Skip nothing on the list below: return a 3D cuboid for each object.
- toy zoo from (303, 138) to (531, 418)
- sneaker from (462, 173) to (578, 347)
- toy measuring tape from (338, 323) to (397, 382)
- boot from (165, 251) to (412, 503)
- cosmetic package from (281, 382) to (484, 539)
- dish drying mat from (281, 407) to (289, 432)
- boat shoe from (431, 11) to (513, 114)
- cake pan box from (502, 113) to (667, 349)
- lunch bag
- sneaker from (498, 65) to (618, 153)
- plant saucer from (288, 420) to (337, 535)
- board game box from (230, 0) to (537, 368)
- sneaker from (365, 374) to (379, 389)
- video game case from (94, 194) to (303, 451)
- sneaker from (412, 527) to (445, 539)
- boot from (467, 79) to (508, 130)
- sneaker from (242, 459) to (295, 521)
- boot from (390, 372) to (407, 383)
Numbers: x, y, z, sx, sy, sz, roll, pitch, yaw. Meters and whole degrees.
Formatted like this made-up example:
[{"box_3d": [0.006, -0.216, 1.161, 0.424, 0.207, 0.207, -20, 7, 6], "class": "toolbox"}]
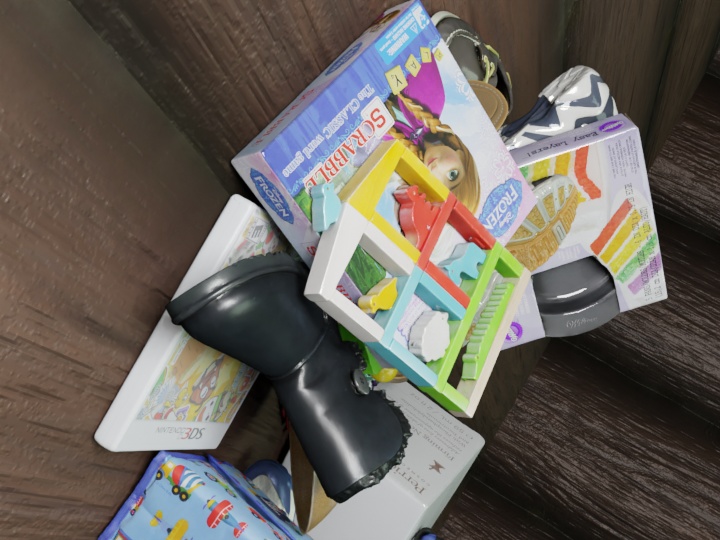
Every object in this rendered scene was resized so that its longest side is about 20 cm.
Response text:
[{"box_3d": [0.038, 0.000, 0.672, 0.200, 0.020, 0.132, 42, 63, -30], "class": "toy zoo"}, {"box_3d": [0.108, -0.023, 0.850, 0.200, 0.088, 0.076, -43, 130, -10], "class": "sneaker"}, {"box_3d": [0.000, 0.000, 0.778, 0.074, 0.073, 0.201, -40, 119, -47], "class": "toy measuring tape"}, {"box_3d": [-0.037, 0.078, 0.651, 0.076, 0.169, 0.200, -31, 170, 13], "class": "boot"}, {"box_3d": [0.014, 0.246, 1.106, 0.200, 0.167, 0.167, -26, 148, -61], "class": "cosmetic package"}, {"box_3d": [-0.022, 0.085, 1.031, 0.200, 0.018, 0.077, -49, 159, -29], "class": "dish drying mat"}, {"box_3d": [0.103, -0.187, 0.887, 0.072, 0.060, 0.201, -62, 162, 6], "class": "boat shoe"}, {"box_3d": [0.194, -0.031, 0.921, 0.052, 0.183, 0.201, -99, 172, -63], "class": "cake pan box"}, {"box_3d": [-0.103, 0.233, 0.815, 0.094, 0.150, 0.200, -54, 164, 2], "class": "lunch bag"}, {"box_3d": [0.189, -0.097, 0.956, 0.199, 0.130, 0.080, -41, -163, 6], "class": "sneaker"}, {"box_3d": [-0.037, 0.129, 0.831, 0.200, 0.035, 0.201, 180, -90, -80], "class": "plant saucer"}, {"box_3d": [0.030, -0.066, 0.711, 0.200, 0.041, 0.200, -50, 117, -30], "class": "board game box"}, {"box_3d": [0.003, 0.069, 0.888, 0.074, 0.088, 0.200, -11, 149, -14], "class": "sneaker"}, {"box_3d": [-0.107, 0.051, 0.740, 0.201, 0.023, 0.182, -61, 162, -1], "class": "video game case"}, {"box_3d": [0.072, 0.345, 1.023, 0.115, 0.080, 0.199, -51, 162, -4], "class": "sneaker"}, {"box_3d": [0.044, -0.079, 0.862, 0.200, 0.074, 0.155, -35, 160, -15], "class": "boot"}, {"box_3d": [-0.133, 0.283, 0.938, 0.201, 0.075, 0.088, -63, 162, 3], "class": "sneaker"}, {"box_3d": [0.035, 0.087, 1.123, 0.200, 0.073, 0.076, -23, 128, -74], "class": "boot"}]
